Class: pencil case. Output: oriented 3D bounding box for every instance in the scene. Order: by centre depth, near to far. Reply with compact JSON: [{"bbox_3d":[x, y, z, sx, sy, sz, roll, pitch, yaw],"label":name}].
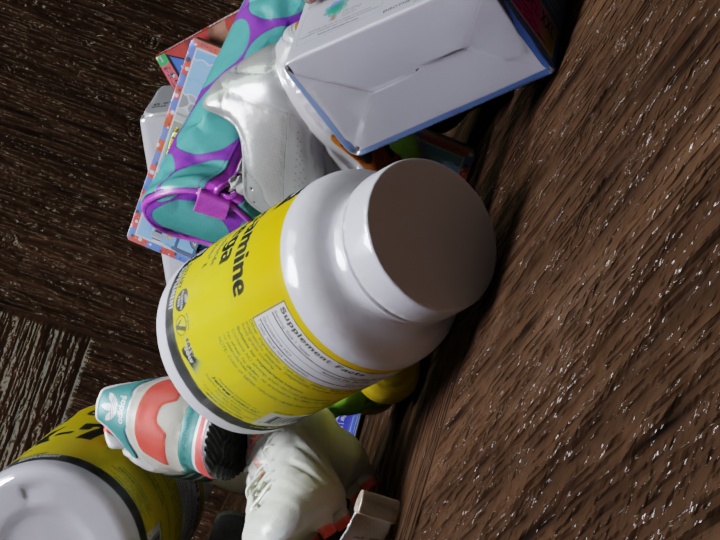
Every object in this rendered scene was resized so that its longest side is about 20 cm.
[{"bbox_3d":[-0.057,-0.105,1.598,0.092,0.085,0.200,-26,36,63],"label":"pencil case"}]

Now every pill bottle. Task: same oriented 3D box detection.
[{"bbox_3d":[-0.018,0.012,1.418,0.200,0.112,0.113,-29,37,50],"label":"pill bottle"},{"bbox_3d":[-0.163,0.148,1.625,0.200,0.114,0.115,-43,-26,-72],"label":"pill bottle"}]

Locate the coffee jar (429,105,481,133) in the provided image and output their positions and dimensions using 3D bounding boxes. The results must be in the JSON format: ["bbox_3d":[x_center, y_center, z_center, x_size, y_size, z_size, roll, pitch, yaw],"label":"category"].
[{"bbox_3d":[0.052,-0.145,1.668,0.104,0.085,0.200,-61,3,-4],"label":"coffee jar"}]

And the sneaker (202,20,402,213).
[{"bbox_3d":[-0.019,-0.042,1.513,0.092,0.200,0.076,-24,7,23],"label":"sneaker"}]

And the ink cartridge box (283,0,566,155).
[{"bbox_3d":[0.048,-0.170,1.475,0.136,0.076,0.200,-21,33,26],"label":"ink cartridge box"}]

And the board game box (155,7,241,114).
[{"bbox_3d":[-0.041,-0.079,1.708,0.103,0.200,0.019,-28,12,13],"label":"board game box"}]

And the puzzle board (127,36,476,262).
[{"bbox_3d":[-0.041,-0.048,1.694,0.017,0.200,0.151,-58,-11,-66],"label":"puzzle board"}]

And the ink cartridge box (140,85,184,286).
[{"bbox_3d":[-0.061,-0.031,1.783,0.084,0.146,0.201,-77,-20,-70],"label":"ink cartridge box"}]

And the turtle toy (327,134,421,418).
[{"bbox_3d":[0.000,0.000,1.609,0.146,0.101,0.201,130,158,-80],"label":"turtle toy"}]

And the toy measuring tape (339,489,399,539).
[{"bbox_3d":[-0.027,0.181,1.408,0.074,0.073,0.200,-78,12,-59],"label":"toy measuring tape"}]

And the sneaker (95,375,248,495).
[{"bbox_3d":[-0.102,0.093,1.578,0.200,0.093,0.071,33,-108,-77],"label":"sneaker"}]

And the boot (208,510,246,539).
[{"bbox_3d":[-0.095,0.227,1.656,0.182,0.072,0.200,59,-148,-34],"label":"boot"}]

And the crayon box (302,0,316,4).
[{"bbox_3d":[0.012,-0.245,1.497,0.200,0.051,0.127,-40,28,-5],"label":"crayon box"}]

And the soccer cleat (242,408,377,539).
[{"bbox_3d":[-0.042,0.121,1.491,0.069,0.078,0.200,-38,1,12],"label":"soccer cleat"}]

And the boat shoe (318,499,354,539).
[{"bbox_3d":[-0.045,0.191,1.576,0.075,0.075,0.203,123,166,-52],"label":"boat shoe"}]

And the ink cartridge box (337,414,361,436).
[{"bbox_3d":[-0.045,0.174,1.908,0.200,0.039,0.100,114,174,-50],"label":"ink cartridge box"}]
